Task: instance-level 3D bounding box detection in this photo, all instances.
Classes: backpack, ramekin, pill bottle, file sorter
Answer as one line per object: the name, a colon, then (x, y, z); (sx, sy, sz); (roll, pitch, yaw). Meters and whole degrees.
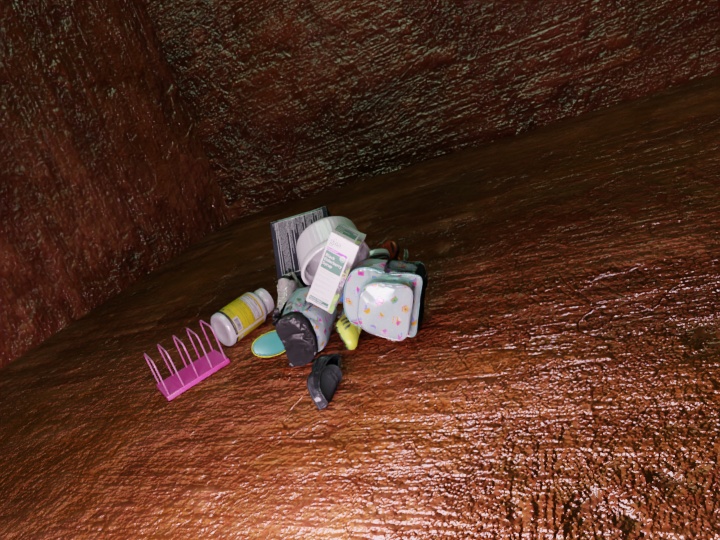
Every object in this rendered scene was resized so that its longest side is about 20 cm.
backpack: (0.053, 0.066, 1.333); (0.194, 0.182, 0.153); (12, 25, 16)
ramekin: (-0.080, -0.052, 1.491); (0.195, 0.202, 0.100); (-23, 59, -5)
pill bottle: (-0.375, 0.144, 1.777); (0.110, 0.116, 0.199); (-3, 25, 44)
backpack: (-0.140, 0.131, 1.449); (0.122, 0.172, 0.202); (-4, 30, 15)
file sorter: (-0.508, 0.252, 1.599); (0.197, 0.129, 0.137); (-31, 20, -28)

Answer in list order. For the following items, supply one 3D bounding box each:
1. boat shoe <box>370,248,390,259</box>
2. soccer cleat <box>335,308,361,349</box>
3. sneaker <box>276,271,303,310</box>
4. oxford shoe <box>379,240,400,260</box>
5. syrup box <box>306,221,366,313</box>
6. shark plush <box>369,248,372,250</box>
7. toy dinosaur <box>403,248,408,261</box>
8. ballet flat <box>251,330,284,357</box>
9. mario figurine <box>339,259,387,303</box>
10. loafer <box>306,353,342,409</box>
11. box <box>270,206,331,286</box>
boat shoe: (0.000, 0.000, 1.599); (0.194, 0.070, 0.058); (-21, 51, -4)
soccer cleat: (-0.017, 0.137, 1.426); (0.082, 0.066, 0.201); (-23, 16, 6)
sneaker: (-0.221, 0.078, 1.608); (0.075, 0.102, 0.202); (-14, 30, 14)
oxford shoe: (0.096, -0.037, 1.700); (0.070, 0.074, 0.201); (-7, -20, -15)
syrup box: (-0.061, -0.007, 1.360); (0.077, 0.204, 0.082); (25, 28, 3)
shark plush: (0.017, 0.008, 1.683); (0.089, 0.084, 0.203); (-2, 45, 39)
toy dinosaur: (0.101, 0.048, 1.602); (0.178, 0.207, 0.104); (10, -20, -40)
ballet flat: (-0.213, 0.191, 1.556); (0.195, 0.069, 0.067); (-24, -4, -16)
mario figurine: (0.015, 0.016, 1.469); (0.196, 0.106, 0.126); (-20, 36, 33)
loafer: (-0.075, 0.238, 1.226); (0.069, 0.069, 0.201); (-28, 13, 8)
box: (-0.169, -0.067, 1.764); (0.192, 0.207, 0.123); (-15, -20, 8)
